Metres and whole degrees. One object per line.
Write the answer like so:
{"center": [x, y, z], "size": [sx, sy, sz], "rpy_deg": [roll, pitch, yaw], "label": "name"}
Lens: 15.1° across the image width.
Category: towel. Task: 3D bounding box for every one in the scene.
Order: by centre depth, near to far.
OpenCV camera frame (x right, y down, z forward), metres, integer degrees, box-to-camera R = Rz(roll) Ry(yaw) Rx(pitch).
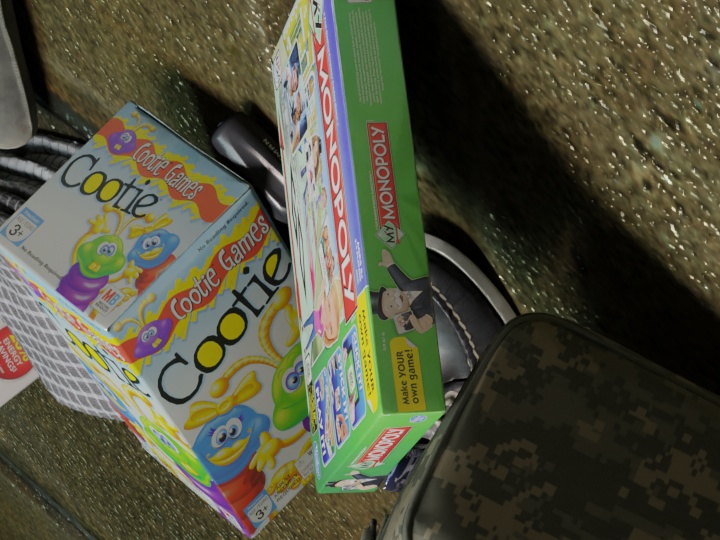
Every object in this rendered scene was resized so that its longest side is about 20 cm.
{"center": [-0.163, 0.012, 1.609], "size": [0.200, 0.085, 0.166], "rpy_deg": [18, 143, 56], "label": "towel"}

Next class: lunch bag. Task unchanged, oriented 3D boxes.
{"center": [0.099, 0.130, 1.114], "size": [0.199, 0.140, 0.168], "rpy_deg": [26, 152, 3], "label": "lunch bag"}

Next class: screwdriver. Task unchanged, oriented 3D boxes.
{"center": [0.000, 0.000, 1.328], "size": [0.200, 0.028, 0.029], "rpy_deg": [47, -172, 5], "label": "screwdriver"}

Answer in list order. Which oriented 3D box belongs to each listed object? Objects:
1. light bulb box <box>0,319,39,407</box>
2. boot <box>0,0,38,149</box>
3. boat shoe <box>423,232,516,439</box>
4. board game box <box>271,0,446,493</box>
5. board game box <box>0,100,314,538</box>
{"center": [-0.344, 0.002, 1.920], "size": [0.200, 0.125, 0.199], "rpy_deg": [23, 146, 54], "label": "light bulb box"}
{"center": [-0.249, -0.173, 1.516], "size": [0.182, 0.072, 0.200], "rpy_deg": [47, 167, 15], "label": "boot"}
{"center": [0.046, 0.070, 1.287], "size": [0.074, 0.060, 0.201], "rpy_deg": [24, 146, 39], "label": "boat shoe"}
{"center": [-0.004, -0.021, 1.133], "size": [0.135, 0.029, 0.202], "rpy_deg": [121, 144, -69], "label": "board game box"}
{"center": [-0.087, 0.028, 1.404], "size": [0.105, 0.103, 0.200], "rpy_deg": [35, 163, 38], "label": "board game box"}
